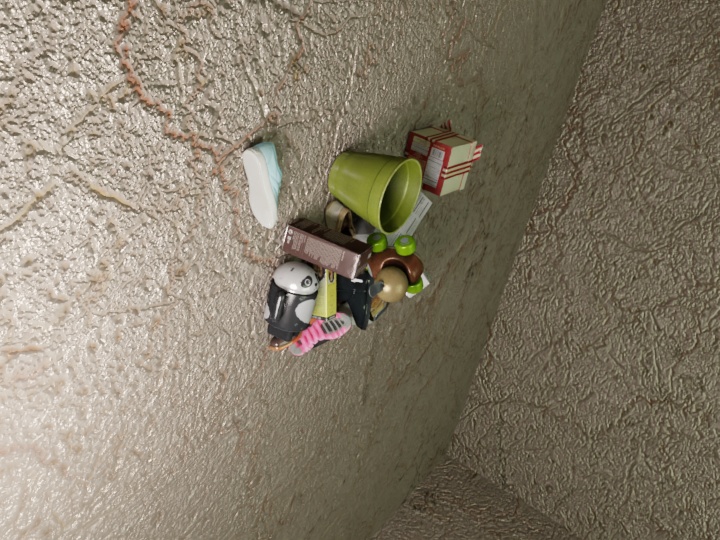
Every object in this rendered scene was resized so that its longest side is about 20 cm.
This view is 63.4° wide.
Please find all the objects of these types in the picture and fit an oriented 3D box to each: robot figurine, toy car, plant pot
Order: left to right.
[{"bbox_3d":[-0.174,0.077,1.481,0.124,0.150,0.201,9,110,-21],"label":"robot figurine"},{"bbox_3d":[0.027,-0.222,1.514,0.200,0.192,0.201,-41,145,-38],"label":"plant pot"},{"bbox_3d":[0.065,0.028,1.506,0.200,0.157,0.165,-58,144,-40],"label":"toy car"}]

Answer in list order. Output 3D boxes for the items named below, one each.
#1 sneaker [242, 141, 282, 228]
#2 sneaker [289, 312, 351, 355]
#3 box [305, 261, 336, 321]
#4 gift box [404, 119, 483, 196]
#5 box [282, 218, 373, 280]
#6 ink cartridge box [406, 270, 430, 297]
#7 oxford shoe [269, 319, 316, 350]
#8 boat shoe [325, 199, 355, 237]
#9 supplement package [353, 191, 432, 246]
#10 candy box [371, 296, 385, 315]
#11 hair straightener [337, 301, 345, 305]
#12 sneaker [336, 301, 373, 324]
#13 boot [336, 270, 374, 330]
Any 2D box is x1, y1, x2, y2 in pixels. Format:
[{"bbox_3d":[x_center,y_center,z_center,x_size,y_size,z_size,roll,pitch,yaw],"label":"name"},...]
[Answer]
[{"bbox_3d":[-0.196,-0.186,1.273,0.082,0.074,0.201,-39,145,-35],"label":"sneaker"},{"bbox_3d":[-0.109,0.179,1.682,0.199,0.079,0.095,-25,166,12],"label":"sneaker"},{"bbox_3d":[-0.107,0.030,1.568,0.050,0.075,0.202,-20,112,-56],"label":"box"},{"bbox_3d":[0.258,-0.358,1.830,0.186,0.184,0.201,-24,139,-50],"label":"gift box"},{"bbox_3d":[-0.081,-0.055,1.437,0.100,0.199,0.075,-36,145,-65],"label":"box"},{"bbox_3d":[0.156,-0.002,1.896,0.084,0.147,0.200,-34,180,8],"label":"ink cartridge box"},{"bbox_3d":[-0.187,0.139,1.595,0.200,0.071,0.073,-49,133,-42],"label":"oxford shoe"},{"bbox_3d":[-0.049,-0.103,1.617,0.074,0.069,0.201,-49,150,-27],"label":"boat shoe"},{"bbox_3d":[0.080,-0.148,1.684,0.111,0.155,0.201,41,74,-24],"label":"supplement package"},{"bbox_3d":[0.059,0.077,1.984,0.200,0.055,0.116,-36,142,-45],"label":"candy box"},{"bbox_3d":[0.004,0.032,1.820,0.200,0.041,0.077,-48,153,-4],"label":"hair straightener"},{"bbox_3d":[-0.025,0.137,1.827,0.084,0.073,0.200,-27,158,16],"label":"sneaker"},{"bbox_3d":[-0.051,0.075,1.668,0.077,0.167,0.201,-90,-174,-58],"label":"boot"}]
